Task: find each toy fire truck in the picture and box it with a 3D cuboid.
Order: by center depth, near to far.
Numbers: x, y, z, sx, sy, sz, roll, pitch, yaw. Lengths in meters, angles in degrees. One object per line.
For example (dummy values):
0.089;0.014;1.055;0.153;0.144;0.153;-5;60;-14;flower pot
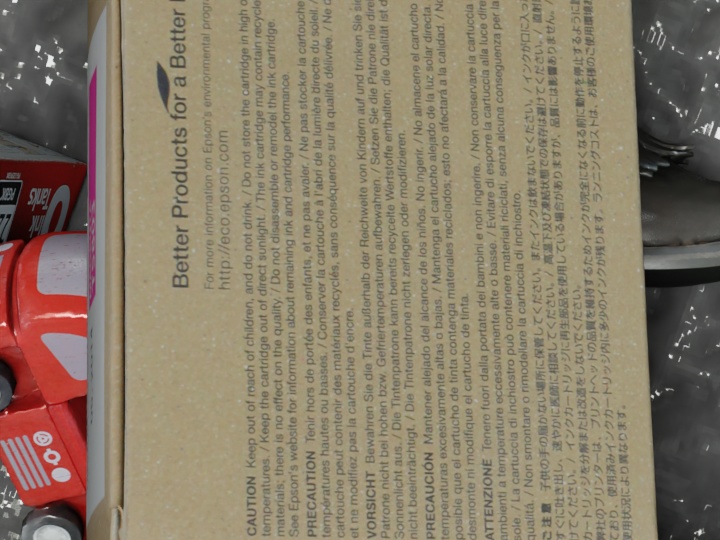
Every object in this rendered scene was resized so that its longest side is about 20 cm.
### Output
-0.041;0.066;0.986;0.140;0.049;0.201;-12;126;11;toy fire truck

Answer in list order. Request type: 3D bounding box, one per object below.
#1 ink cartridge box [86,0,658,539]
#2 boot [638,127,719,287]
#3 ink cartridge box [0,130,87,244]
0.000;0.000;0.906;0.164;0.075;0.201;2;74;-12;ink cartridge box
0.065;-0.087;1.008;0.199;0.069;0.175;7;85;4;boot
-0.181;0.031;0.992;0.083;0.200;0.177;21;96;10;ink cartridge box
